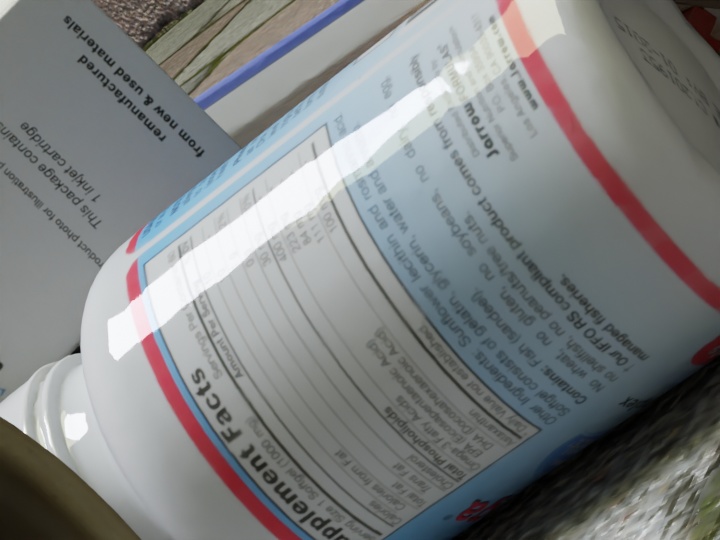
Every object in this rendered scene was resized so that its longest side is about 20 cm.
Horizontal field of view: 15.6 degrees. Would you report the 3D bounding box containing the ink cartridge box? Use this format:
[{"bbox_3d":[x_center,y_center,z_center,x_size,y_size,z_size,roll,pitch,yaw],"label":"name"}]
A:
[{"bbox_3d":[-0.141,0.021,0.754,0.200,0.084,0.145,-48,8,-18],"label":"ink cartridge box"}]

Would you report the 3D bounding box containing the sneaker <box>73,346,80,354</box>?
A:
[{"bbox_3d":[-0.135,0.065,1.026,0.200,0.078,0.085,-37,11,13],"label":"sneaker"}]

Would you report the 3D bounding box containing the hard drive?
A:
[{"bbox_3d":[-0.018,-0.059,0.964,0.200,0.025,0.132,-36,-10,-23],"label":"hard drive"}]

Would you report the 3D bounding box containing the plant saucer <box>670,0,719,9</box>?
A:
[{"bbox_3d":[0.105,-0.108,0.730,0.199,0.030,0.200,3,22,-1],"label":"plant saucer"}]

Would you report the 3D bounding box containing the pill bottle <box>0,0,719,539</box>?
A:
[{"bbox_3d":[0.004,0.013,0.647,0.200,0.109,0.109,-36,10,20],"label":"pill bottle"}]

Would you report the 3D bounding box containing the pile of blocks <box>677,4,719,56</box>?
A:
[{"bbox_3d":[0.066,-0.035,0.817,0.200,0.082,0.062,-42,46,46],"label":"pile of blocks"}]

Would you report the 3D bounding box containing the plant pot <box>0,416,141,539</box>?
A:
[{"bbox_3d":[-0.130,0.136,0.465,0.200,0.200,0.174,-47,-5,-35],"label":"plant pot"}]
